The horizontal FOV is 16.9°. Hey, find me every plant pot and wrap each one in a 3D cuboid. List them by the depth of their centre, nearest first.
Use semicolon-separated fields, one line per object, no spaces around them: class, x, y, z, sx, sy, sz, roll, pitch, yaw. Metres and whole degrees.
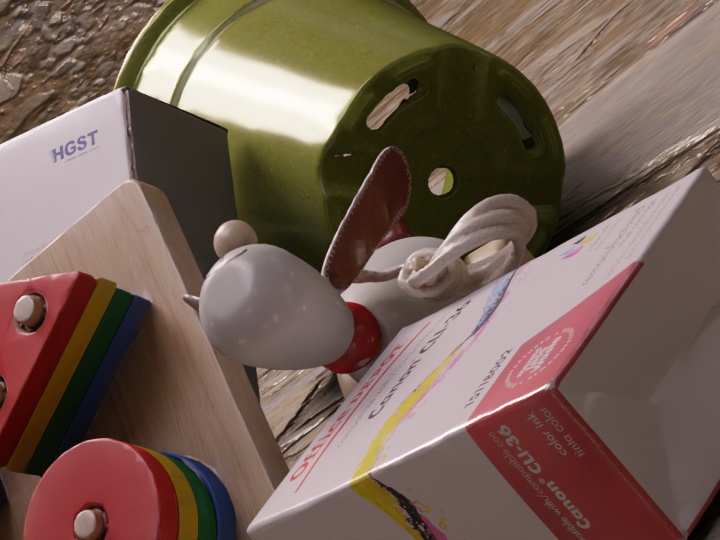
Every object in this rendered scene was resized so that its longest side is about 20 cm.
plant pot;0.003;-0.050;1.154;0.200;0.200;0.190;-44;23;-13

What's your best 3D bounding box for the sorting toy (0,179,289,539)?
sorting toy;-0.138;0.090;0.977;0.199;0.200;0.070;-38;-32;20

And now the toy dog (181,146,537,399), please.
toy dog;0.000;0.000;0.934;0.132;0.096;0.200;-28;-22;0

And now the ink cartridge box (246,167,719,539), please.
ink cartridge box;0.042;0.057;0.792;0.200;0.068;0.117;-32;14;47

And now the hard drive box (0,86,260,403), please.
hard drive box;-0.129;0.042;1.080;0.156;0.200;0.077;-21;-24;31
